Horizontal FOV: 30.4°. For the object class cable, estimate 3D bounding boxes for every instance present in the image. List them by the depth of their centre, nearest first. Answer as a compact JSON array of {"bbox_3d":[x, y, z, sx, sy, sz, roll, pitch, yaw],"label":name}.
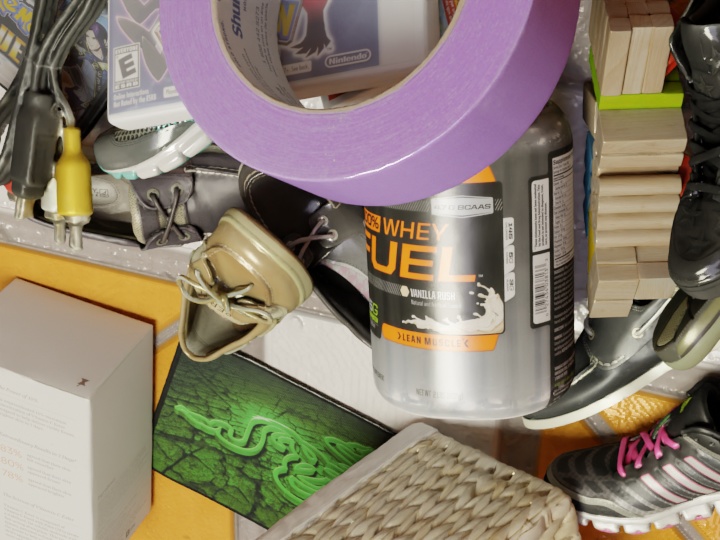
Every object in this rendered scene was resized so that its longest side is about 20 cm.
[{"bbox_3d":[-0.197,-0.116,0.846,0.097,0.050,0.200,23,105,35],"label":"cable"}]

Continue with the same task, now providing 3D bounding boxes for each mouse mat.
[{"bbox_3d":[-0.068,0.143,1.026,0.200,0.008,0.161,26,128,3],"label":"mouse mat"}]

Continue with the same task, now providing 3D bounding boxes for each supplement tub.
[{"bbox_3d":[0.063,-0.024,0.773,0.122,0.123,0.200,2,105,21],"label":"supplement tub"}]

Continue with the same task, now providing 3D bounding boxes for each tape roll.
[{"bbox_3d":[0.002,-0.135,0.646,0.200,0.066,0.201,-4,81,25],"label":"tape roll"}]

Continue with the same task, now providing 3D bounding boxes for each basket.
[{"bbox_3d":[0.046,0.245,0.899,0.161,0.200,0.199,15,130,48],"label":"basket"}]

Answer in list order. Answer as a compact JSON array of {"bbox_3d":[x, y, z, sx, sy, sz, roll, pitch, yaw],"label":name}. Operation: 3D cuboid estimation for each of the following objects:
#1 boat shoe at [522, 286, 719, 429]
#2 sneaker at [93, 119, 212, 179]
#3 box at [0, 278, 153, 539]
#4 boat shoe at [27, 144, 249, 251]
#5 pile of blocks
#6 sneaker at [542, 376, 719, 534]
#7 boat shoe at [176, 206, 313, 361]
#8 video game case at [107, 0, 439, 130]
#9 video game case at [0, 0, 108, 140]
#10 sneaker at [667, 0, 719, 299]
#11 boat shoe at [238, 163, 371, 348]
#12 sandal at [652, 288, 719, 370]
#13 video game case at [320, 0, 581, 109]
[{"bbox_3d":[0.170,0.032,0.819,0.200,0.072,0.068,-36,98,31],"label":"boat shoe"},{"bbox_3d":[-0.099,-0.131,0.816,0.200,0.078,0.091,-30,110,25],"label":"sneaker"},{"bbox_3d":[-0.237,0.127,1.024,0.124,0.098,0.200,18,127,14],"label":"box"},{"bbox_3d":[-0.137,-0.044,0.893,0.200,0.065,0.072,7,121,17],"label":"boat shoe"},{"bbox_3d":[0.162,-0.069,0.751,0.062,0.082,0.200,-1,114,1],"label":"pile of blocks"},{"bbox_3d":[0.209,0.112,0.854,0.200,0.074,0.088,-9,115,24],"label":"sneaker"},{"bbox_3d":[-0.080,0.018,0.854,0.073,0.063,0.200,42,162,5],"label":"boat shoe"},{"bbox_3d":[-0.053,-0.180,0.728,0.200,0.023,0.183,-7,79,26],"label":"video game case"},{"bbox_3d":[-0.216,-0.203,0.846,0.200,0.026,0.181,41,127,-7],"label":"video game case"},{"bbox_3d":[0.190,-0.094,0.680,0.104,0.200,0.060,34,171,-33],"label":"sneaker"},{"bbox_3d":[0.000,0.000,0.850,0.067,0.057,0.200,-37,114,23],"label":"boat shoe"},{"bbox_3d":[0.243,-0.016,0.720,0.057,0.080,0.201,42,102,0],"label":"sandal"},{"bbox_3d":[0.049,-0.184,0.699,0.200,0.017,0.143,-22,71,30],"label":"video game case"}]
